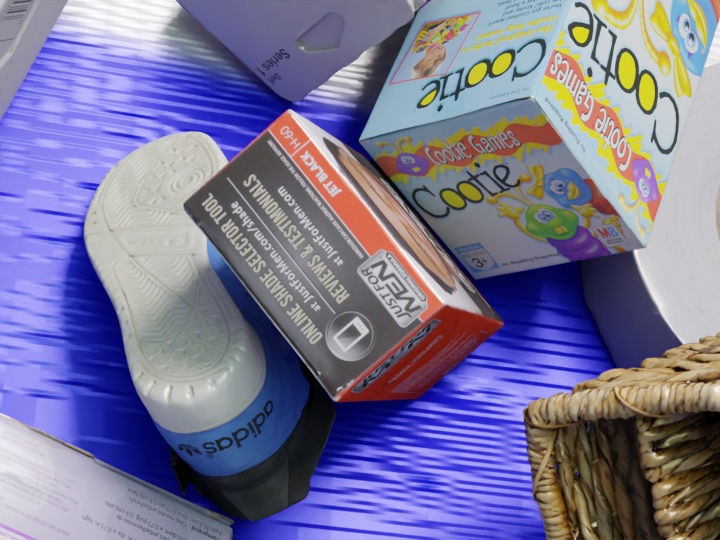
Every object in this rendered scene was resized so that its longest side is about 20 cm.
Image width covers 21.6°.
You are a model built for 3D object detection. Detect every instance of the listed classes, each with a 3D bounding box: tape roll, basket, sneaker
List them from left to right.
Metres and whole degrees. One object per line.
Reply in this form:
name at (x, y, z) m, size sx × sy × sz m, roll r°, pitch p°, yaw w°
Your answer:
sneaker at (-0.067, 0.029, 0.859) m, size 0.076 × 0.112 × 0.200 m, roll -24°, pitch 38°, yaw 1°
basket at (0.178, 0.134, 0.802) m, size 0.148 × 0.143 × 0.201 m, roll -18°, pitch 103°, yaw -23°
tape roll at (0.214, -0.006, 0.955) m, size 0.199 × 0.066 × 0.202 m, roll 6°, pitch 65°, yaw -13°

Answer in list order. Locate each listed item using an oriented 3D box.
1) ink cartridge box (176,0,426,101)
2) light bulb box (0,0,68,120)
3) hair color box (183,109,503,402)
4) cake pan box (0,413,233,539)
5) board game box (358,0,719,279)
ink cartridge box at (0.012, -0.198, 0.930) m, size 0.084 × 0.146 × 0.201 m, roll 39°, pitch 60°, yaw -13°
light bulb box at (-0.217, -0.179, 0.823) m, size 0.199 × 0.125 × 0.199 m, roll 32°, pitch 100°, yaw -1°
hair color box at (0.000, 0.000, 0.814) m, size 0.061 × 0.200 × 0.102 m, roll -40°, pitch 81°, yaw 7°
cake pan box at (-0.167, 0.150, 0.754) m, size 0.199 × 0.052 × 0.185 m, roll 27°, pitch 59°, yaw -21°
board game box at (0.097, -0.110, 0.915) m, size 0.103 × 0.104 × 0.201 m, roll 48°, pitch 49°, yaw -31°
